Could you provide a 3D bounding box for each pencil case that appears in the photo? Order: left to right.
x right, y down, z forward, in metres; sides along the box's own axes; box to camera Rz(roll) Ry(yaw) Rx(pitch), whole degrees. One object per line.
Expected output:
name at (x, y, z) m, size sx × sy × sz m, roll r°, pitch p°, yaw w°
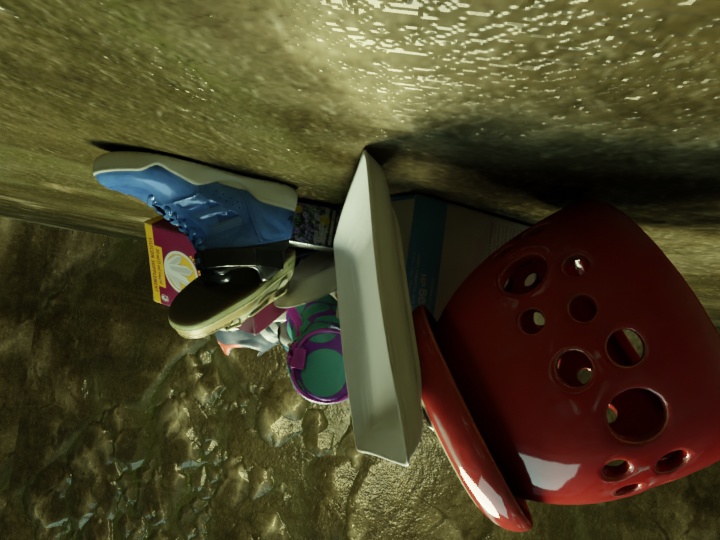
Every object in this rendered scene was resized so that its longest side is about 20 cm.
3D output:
pencil case at (-0.050, 0.083, 0.638) m, size 0.091 × 0.087 × 0.200 m, roll 27°, pitch -176°, yaw -13°

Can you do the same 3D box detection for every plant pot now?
plant pot at (0.143, 0.078, 0.402) m, size 0.180 × 0.204 × 0.200 m, roll -30°, pitch 170°, yaw 9°

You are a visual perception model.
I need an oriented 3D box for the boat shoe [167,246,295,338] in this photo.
boat shoe at (-0.135, 0.030, 0.591) m, size 0.071 × 0.065 × 0.201 m, roll 12°, pitch -154°, yaw 16°

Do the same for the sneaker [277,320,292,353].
sneaker at (-0.025, 0.080, 0.775) m, size 0.194 × 0.088 × 0.076 m, roll 1°, pitch -136°, yaw -19°

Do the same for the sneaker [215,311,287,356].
sneaker at (-0.135, 0.090, 0.843) m, size 0.194 × 0.087 × 0.075 m, roll -5°, pitch -151°, yaw -13°

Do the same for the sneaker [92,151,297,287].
sneaker at (-0.163, -0.043, 0.516) m, size 0.195 × 0.115 × 0.076 m, roll 10°, pitch 177°, yaw -23°

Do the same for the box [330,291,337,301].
box at (0.000, 0.000, 0.766) m, size 0.115 × 0.061 × 0.199 m, roll -33°, pitch -163°, yaw -17°

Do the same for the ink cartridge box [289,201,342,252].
ink cartridge box at (-0.123, -0.064, 0.651) m, size 0.194 × 0.052 × 0.109 m, roll 10°, pitch 179°, yaw -6°

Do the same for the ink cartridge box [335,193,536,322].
ink cartridge box at (0.092, 0.006, 0.563) m, size 0.195 × 0.129 × 0.128 m, roll 11°, pitch 177°, yaw -30°

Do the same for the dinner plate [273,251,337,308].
dinner plate at (-0.036, -0.013, 0.713) m, size 0.196 × 0.025 × 0.201 m, roll -27°, pitch -163°, yaw 9°

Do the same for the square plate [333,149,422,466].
square plate at (0.009, 0.041, 0.421) m, size 0.028 × 0.206 × 0.198 m, roll -5°, pitch 165°, yaw -11°

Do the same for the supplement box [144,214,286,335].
supplement box at (-0.209, -0.006, 0.778) m, size 0.195 × 0.135 × 0.103 m, roll 13°, pitch -154°, yaw 21°

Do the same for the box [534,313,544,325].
box at (0.254, 0.099, 0.818) m, size 0.151 × 0.108 × 0.199 m, roll -31°, pitch -177°, yaw 40°

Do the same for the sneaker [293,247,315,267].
sneaker at (-0.101, -0.007, 0.889) m, size 0.195 × 0.084 × 0.074 m, roll -17°, pitch -148°, yaw -12°
